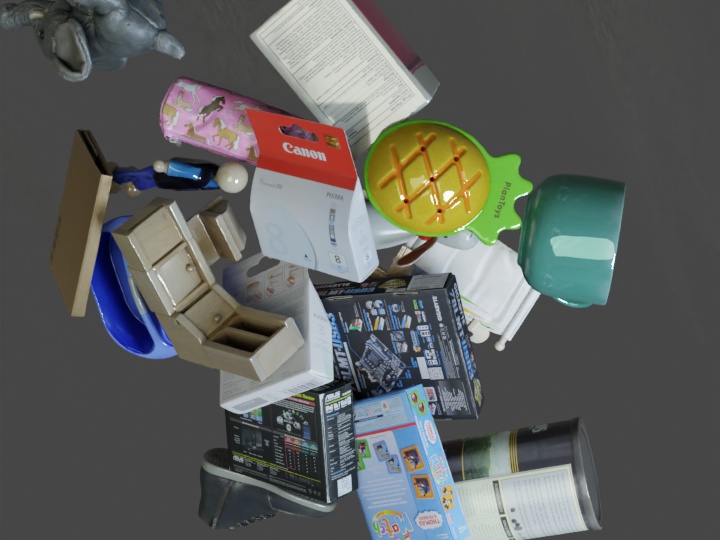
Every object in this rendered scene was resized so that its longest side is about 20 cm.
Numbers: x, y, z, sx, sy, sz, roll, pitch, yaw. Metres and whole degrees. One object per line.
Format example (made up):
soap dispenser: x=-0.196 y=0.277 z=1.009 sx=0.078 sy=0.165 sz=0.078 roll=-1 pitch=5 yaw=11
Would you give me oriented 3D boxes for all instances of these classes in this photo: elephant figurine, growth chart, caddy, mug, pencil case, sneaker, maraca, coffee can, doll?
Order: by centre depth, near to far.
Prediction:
maraca: x=0.102 y=-0.104 z=1.574 sx=0.200 sy=0.107 sz=0.137 roll=16 pitch=98 yaw=-2
mug: x=0.252 y=-0.027 z=1.621 sx=0.114 sy=0.152 sz=0.185 roll=10 pitch=110 yaw=8
elephant figurine: x=-0.344 y=-0.299 z=1.666 sx=0.200 sy=0.155 sz=0.141 roll=-34 pitch=143 yaw=29
pencil case: x=-0.153 y=-0.177 z=1.681 sx=0.200 sy=0.083 sz=0.087 roll=18 pitch=109 yaw=3
doll: x=-0.226 y=-0.120 z=1.693 sx=0.200 sy=0.136 sz=0.048 roll=0 pitch=86 yaw=33
growth chart: x=0.141 y=0.004 z=1.724 sx=0.200 sy=0.018 sz=0.145 roll=38 pitch=111 yaw=-4
coffee can: x=0.204 y=0.281 z=1.738 sx=0.200 sy=0.146 sz=0.146 roll=-12 pitch=106 yaw=14
caddy: x=-0.282 y=0.017 z=1.757 sx=0.141 sy=0.105 sz=0.200 roll=-13 pitch=106 yaw=13
sneaker: x=-0.131 y=0.325 z=1.861 sx=0.200 sy=0.075 sz=0.106 roll=17 pitch=116 yaw=14

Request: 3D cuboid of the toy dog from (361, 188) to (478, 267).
toy dog: x=0.039 y=-0.061 z=1.654 sx=0.200 sy=0.096 sz=0.132 roll=-18 pitch=75 yaw=16

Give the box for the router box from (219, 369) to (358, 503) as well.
router box: x=-0.096 y=0.208 z=1.757 sx=0.200 sy=0.062 sz=0.150 roll=10 pitch=109 yaw=43

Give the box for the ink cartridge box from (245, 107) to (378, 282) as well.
ink cartridge box: x=-0.069 y=-0.090 z=1.600 sx=0.160 sy=0.047 sz=0.200 roll=16 pitch=137 yaw=36

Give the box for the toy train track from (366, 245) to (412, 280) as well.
toy train track: x=0.000 y=0.000 z=1.732 sx=0.200 sy=0.033 sz=0.115 roll=31 pitch=121 yaw=3

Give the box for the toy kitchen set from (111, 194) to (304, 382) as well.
toy kitchen set: x=-0.162 y=-0.003 z=1.645 sx=0.180 sy=0.163 sz=0.200 roll=11 pitch=134 yaw=47

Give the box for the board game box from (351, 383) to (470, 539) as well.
board game box: x=0.049 y=0.257 z=1.698 sx=0.151 sy=0.037 sz=0.200 roll=-20 pitch=86 yaw=46

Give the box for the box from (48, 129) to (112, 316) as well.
box: x=-0.365 y=-0.063 z=1.724 sx=0.021 sy=0.163 sz=0.200 roll=6 pitch=114 yaw=-27

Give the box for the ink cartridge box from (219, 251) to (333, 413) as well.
ink cartridge box: x=-0.111 y=0.069 z=1.715 sx=0.161 sy=0.200 sz=0.050 roll=-23 pitch=145 yaw=34

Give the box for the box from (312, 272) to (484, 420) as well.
box: x=0.045 y=0.105 z=1.728 sx=0.198 sy=0.050 sz=0.200 roll=-5 pitch=117 yaw=23

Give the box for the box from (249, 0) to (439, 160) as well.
box: x=-0.016 y=-0.256 z=1.614 sx=0.128 sy=0.109 sz=0.200 roll=-37 pitch=99 yaw=19
